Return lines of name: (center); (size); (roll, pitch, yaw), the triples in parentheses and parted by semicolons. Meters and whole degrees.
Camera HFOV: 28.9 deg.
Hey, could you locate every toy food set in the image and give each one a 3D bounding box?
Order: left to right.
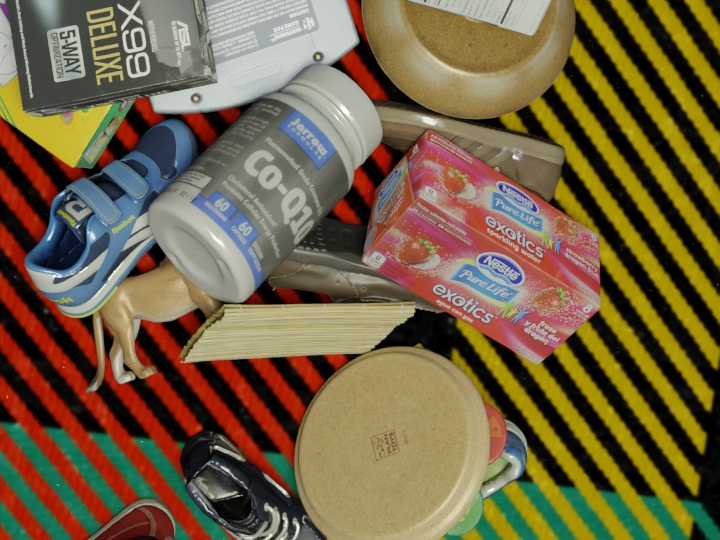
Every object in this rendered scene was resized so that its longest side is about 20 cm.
toy food set: (0.032, 0.164, 1.261); (0.197, 0.049, 0.201); (-37, 57, 7)

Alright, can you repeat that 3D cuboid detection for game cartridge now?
game cartridge: (-0.108, -0.219, 1.254); (0.198, 0.041, 0.135); (-19, 95, -3)

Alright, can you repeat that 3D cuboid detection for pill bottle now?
pill bottle: (-0.077, -0.078, 1.192); (0.114, 0.114, 0.200); (46, 66, -9)

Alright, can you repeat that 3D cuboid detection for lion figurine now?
lion figurine: (-0.178, 0.023, 1.259); (0.198, 0.072, 0.124); (-23, 92, 2)

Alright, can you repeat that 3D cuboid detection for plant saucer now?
plant saucer: (0.101, -0.237, 1.242); (0.197, 0.035, 0.203); (1, 81, -8)

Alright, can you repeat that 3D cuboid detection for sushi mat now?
sushi mat: (-0.055, 0.054, 1.229); (0.198, 0.096, 0.012); (-1, 62, -33)

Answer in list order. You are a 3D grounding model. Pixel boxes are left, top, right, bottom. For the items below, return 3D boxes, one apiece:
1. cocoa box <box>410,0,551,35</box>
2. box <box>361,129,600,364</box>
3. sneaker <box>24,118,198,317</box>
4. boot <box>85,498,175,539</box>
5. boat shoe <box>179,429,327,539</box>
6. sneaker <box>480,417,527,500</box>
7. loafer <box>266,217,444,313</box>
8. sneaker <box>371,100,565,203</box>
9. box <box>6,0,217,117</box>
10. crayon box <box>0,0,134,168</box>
cocoa box: (0.112, -0.326, 1.168); (0.130, 0.134, 0.202); (14, 57, -6)
box: (0.110, -0.020, 1.236); (0.199, 0.100, 0.096); (30, 129, -16)
sneaker: (-0.218, -0.053, 1.227); (0.074, 0.082, 0.201); (32, 85, 35)
boot: (-0.249, 0.298, 1.248); (0.200, 0.144, 0.072); (-43, 100, 2)
boat shoe: (-0.089, 0.235, 1.280); (0.200, 0.093, 0.075); (41, 92, -8)
sneaker: (0.063, 0.191, 1.297); (0.198, 0.077, 0.076); (-22, 100, 0)
loafer: (0.000, 0.000, 1.282); (0.198, 0.073, 0.071); (15, 130, -8)
sneaker: (0.087, -0.100, 1.269); (0.197, 0.070, 0.076); (13, 101, -5)
box: (-0.211, -0.238, 1.143); (0.156, 0.050, 0.203); (-9, 89, 8)
crayon box: (-0.255, -0.219, 1.204); (0.172, 0.058, 0.201); (34, 96, 7)
